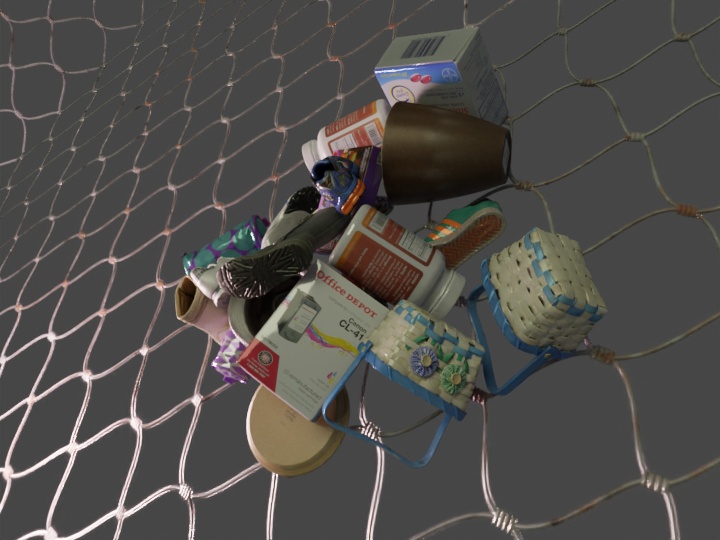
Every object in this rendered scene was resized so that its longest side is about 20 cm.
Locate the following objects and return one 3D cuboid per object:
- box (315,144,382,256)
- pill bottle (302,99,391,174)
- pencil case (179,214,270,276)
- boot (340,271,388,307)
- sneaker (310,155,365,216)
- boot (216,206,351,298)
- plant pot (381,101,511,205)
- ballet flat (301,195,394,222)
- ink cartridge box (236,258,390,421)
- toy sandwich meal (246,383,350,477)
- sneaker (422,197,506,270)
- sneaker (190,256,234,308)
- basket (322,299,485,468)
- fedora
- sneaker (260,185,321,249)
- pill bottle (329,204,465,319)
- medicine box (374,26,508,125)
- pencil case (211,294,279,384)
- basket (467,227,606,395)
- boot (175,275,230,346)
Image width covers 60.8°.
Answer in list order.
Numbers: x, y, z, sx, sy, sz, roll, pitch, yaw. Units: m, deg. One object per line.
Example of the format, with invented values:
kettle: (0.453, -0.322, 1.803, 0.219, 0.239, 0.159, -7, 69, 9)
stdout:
box: (-0.026, -0.123, 1.121, 0.137, 0.039, 0.201, 9, 83, 57)
pill bottle: (-0.018, -0.268, 1.291, 0.199, 0.112, 0.113, -21, 48, 20)
pencil case: (-0.285, -0.041, 1.322, 0.199, 0.085, 0.093, -27, 22, 14)
boot: (0.000, 0.000, 1.106, 0.107, 0.075, 0.201, -10, 54, 35)
sneaker: (-0.047, -0.163, 1.041, 0.075, 0.078, 0.200, -51, 24, 9)
boot: (-0.118, -0.038, 0.996, 0.181, 0.073, 0.200, -15, 22, 19)
plant pot: (0.162, -0.205, 1.093, 0.199, 0.187, 0.188, 5, 60, 22)
ballet flat: (-0.033, -0.111, 1.213, 0.199, 0.072, 0.072, -20, 48, 21)
ink cartridge box: (-0.068, 0.107, 0.935, 0.147, 0.086, 0.200, 35, 79, 9)
toy sandwich meal: (-0.096, 0.234, 1.000, 0.204, 0.070, 0.207, -11, 61, 19)
sneaker: (0.155, -0.052, 1.047, 0.199, 0.071, 0.080, -31, 25, 19)
sneaker: (-0.236, 0.003, 1.168, 0.080, 0.200, 0.077, 36, 110, 11)
basket: (0.063, 0.156, 0.852, 0.201, 0.176, 0.139, -60, 17, 4)
fedora: (-0.123, 0.067, 1.072, 0.199, 0.090, 0.178, 4, 83, 28)
sneaker: (-0.146, -0.099, 1.287, 0.201, 0.072, 0.072, -57, 14, -25)
pill bottle: (0.060, -0.006, 0.968, 0.113, 0.199, 0.112, -57, 1, 2)
medicine box: (0.156, -0.336, 1.159, 0.181, 0.200, 0.103, 9, 57, 39)
pencil case: (-0.202, 0.113, 1.153, 0.201, 0.084, 0.085, -62, 9, -22)
basket: (0.231, 0.057, 0.859, 0.200, 0.138, 0.177, -44, 40, 38)
boot: (-0.279, 0.041, 1.202, 0.072, 0.155, 0.201, -18, 49, 32)
